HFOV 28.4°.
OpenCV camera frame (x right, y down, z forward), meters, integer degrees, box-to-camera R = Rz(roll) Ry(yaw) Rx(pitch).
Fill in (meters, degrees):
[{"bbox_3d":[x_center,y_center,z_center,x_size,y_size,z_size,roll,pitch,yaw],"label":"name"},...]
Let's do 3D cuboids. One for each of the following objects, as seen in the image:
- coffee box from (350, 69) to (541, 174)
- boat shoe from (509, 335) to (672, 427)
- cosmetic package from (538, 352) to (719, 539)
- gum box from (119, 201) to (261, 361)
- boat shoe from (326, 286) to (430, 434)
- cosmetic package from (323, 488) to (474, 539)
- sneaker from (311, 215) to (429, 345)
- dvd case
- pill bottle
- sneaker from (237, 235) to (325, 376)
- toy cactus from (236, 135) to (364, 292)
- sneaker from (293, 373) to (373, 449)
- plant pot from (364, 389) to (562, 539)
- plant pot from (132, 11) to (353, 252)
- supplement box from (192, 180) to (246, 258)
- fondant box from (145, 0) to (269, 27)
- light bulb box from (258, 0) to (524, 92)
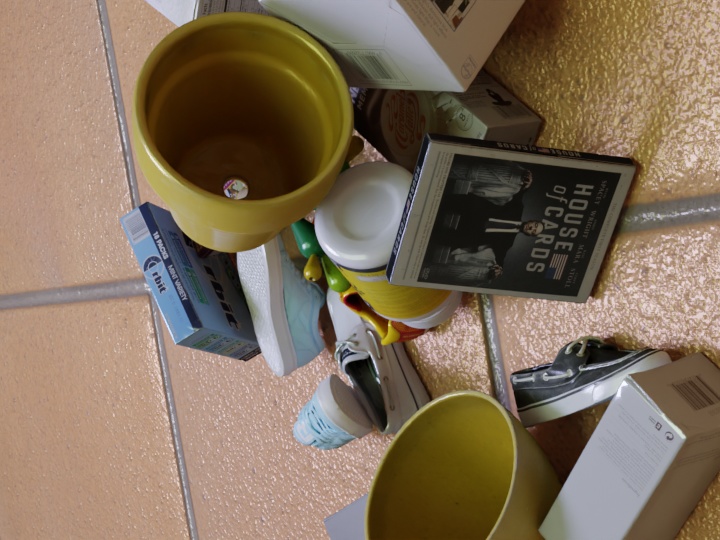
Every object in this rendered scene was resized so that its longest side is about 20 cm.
[{"bbox_3d":[0.074,-0.154,1.420,0.200,0.080,0.115,46,131,34],"label":"coffee box"},{"bbox_3d":[0.207,0.097,1.329,0.200,0.071,0.064,-29,78,52],"label":"boat shoe"},{"bbox_3d":[0.253,0.179,1.263,0.081,0.113,0.200,48,131,31],"label":"cosmetic package"},{"bbox_3d":[-0.195,0.018,1.710,0.044,0.200,0.170,-31,73,13],"label":"gum box"},{"bbox_3d":[0.007,0.091,1.575,0.200,0.067,0.074,56,136,25],"label":"boat shoe"},{"bbox_3d":[0.054,0.281,1.554,0.200,0.090,0.107,-39,69,51],"label":"cosmetic package"},{"bbox_3d":[0.000,0.000,1.554,0.200,0.077,0.073,47,134,35],"label":"sneaker"},{"bbox_3d":[0.135,-0.045,1.289,0.025,0.199,0.151,-109,29,-55],"label":"dvd case"},{"bbox_3d":[0.037,-0.016,1.406,0.112,0.200,0.112,-9,63,17],"label":"pill bottle"},{"bbox_3d":[-0.085,0.019,1.632,0.074,0.082,0.201,31,137,47],"label":"sneaker"},{"bbox_3d":[-0.058,-0.069,1.498,0.164,0.102,0.201,-2,111,28],"label":"toy cactus"},{"bbox_3d":[-0.035,0.167,1.551,0.074,0.082,0.200,56,180,14],"label":"sneaker"},{"bbox_3d":[0.122,0.237,1.389,0.200,0.142,0.201,-33,41,34],"label":"plant pot"},{"bbox_3d":[-0.116,-0.112,1.352,0.201,0.200,0.189,64,163,16],"label":"plant pot"},{"bbox_3d":[-0.129,-0.118,1.659,0.200,0.103,0.131,-36,73,48],"label":"supplement box"},{"bbox_3d":[-0.133,-0.313,1.538,0.144,0.199,0.058,41,128,38],"label":"fondant box"},{"bbox_3d":[0.049,-0.281,1.306,0.198,0.200,0.125,12,152,49],"label":"light bulb box"}]
